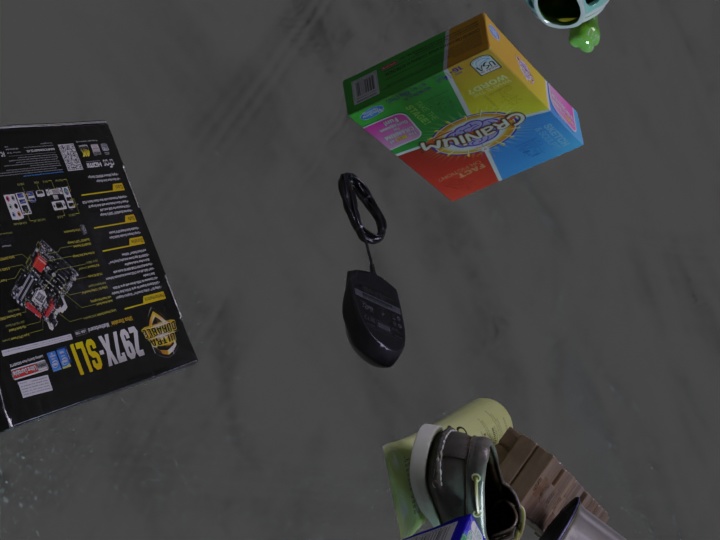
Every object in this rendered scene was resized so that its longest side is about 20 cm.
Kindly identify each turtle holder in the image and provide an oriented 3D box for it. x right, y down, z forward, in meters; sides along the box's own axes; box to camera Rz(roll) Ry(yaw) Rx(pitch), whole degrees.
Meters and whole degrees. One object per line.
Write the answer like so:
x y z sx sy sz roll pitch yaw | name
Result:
0.270 -0.384 2.094 0.186 0.139 0.133 102 2 -58 | turtle holder

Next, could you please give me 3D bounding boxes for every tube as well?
0.068 0.153 1.272 0.058 0.052 0.199 42 25 14 | tube

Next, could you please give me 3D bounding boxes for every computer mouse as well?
0.000 0.000 1.294 0.058 0.034 0.202 26 38 -32 | computer mouse

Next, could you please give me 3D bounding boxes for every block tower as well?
0.159 0.195 1.349 0.054 0.058 0.200 34 -8 31 | block tower

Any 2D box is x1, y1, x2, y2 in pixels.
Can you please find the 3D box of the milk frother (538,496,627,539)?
0.187 0.322 1.266 0.187 0.201 0.181 36 -12 6 | milk frother

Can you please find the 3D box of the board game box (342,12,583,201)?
0.099 -0.147 1.473 0.200 0.152 0.041 34 41 -50 | board game box

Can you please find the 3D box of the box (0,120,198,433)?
-0.182 0.000 0.882 0.200 0.049 0.162 -18 88 -66 | box

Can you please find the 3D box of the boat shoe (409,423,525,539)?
0.093 0.192 1.219 0.203 0.060 0.073 65 35 -45 | boat shoe

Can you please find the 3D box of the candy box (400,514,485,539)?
0.078 0.308 1.119 0.202 0.076 0.169 63 24 -13 | candy box
